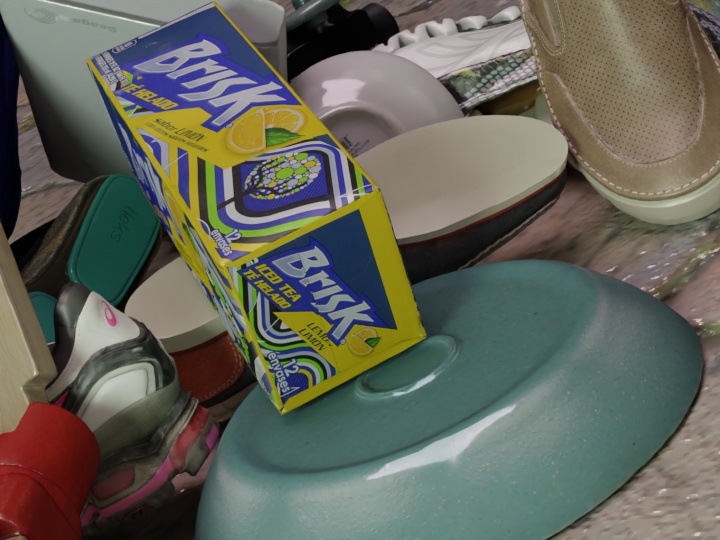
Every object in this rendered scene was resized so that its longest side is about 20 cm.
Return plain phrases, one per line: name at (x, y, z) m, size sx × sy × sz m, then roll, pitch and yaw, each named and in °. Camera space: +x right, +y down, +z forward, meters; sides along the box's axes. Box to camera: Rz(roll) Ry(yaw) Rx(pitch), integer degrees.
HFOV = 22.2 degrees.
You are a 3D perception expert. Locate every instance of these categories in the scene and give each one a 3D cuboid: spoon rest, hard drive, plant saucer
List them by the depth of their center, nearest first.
plant saucer at (0.023, 0.047, 0.658) m, size 0.198 × 0.036 × 0.200 m, roll -22°, pitch 19°, yaw 8°
spoon rest at (-0.037, -0.018, 0.835) m, size 0.199 × 0.100 × 0.061 m, roll -38°, pitch -2°, yaw 2°
hard drive at (-0.100, -0.084, 0.898) m, size 0.131 × 0.200 × 0.027 m, roll 13°, pitch 69°, yaw 4°

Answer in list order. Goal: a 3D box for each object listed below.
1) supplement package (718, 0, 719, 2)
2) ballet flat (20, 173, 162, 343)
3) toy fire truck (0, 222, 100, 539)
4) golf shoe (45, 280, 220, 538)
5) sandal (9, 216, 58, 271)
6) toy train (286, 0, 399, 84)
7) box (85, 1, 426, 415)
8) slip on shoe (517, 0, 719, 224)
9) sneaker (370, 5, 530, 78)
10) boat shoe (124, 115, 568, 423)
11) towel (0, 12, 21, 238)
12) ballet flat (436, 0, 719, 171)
supplement package at (0.207, -0.191, 0.863) m, size 0.110 × 0.157 × 0.200 m, roll -26°, pitch 19°, yaw -8°
ballet flat at (-0.148, 0.031, 0.877) m, size 0.067 × 0.068 × 0.201 m, roll -36°, pitch 16°, yaw 35°
toy fire truck at (-0.166, 0.080, 0.626) m, size 0.175 × 0.129 × 0.201 m, roll -19°, pitch 27°, yaw 22°
golf shoe at (-0.154, 0.072, 0.715) m, size 0.199 × 0.092 × 0.073 m, roll -29°, pitch 17°, yaw 19°
sandal at (-0.193, 0.038, 0.944) m, size 0.075 × 0.045 × 0.201 m, roll -30°, pitch 21°, yaw 28°
toy train at (-0.066, -0.093, 1.082) m, size 0.199 × 0.086 × 0.114 m, roll -37°, pitch 10°, yaw -26°
box at (-0.046, -0.033, 0.718) m, size 0.064 × 0.071 × 0.200 m, roll -25°, pitch 34°, yaw -10°
slip on shoe at (0.106, -0.110, 0.786) m, size 0.075 × 0.061 × 0.201 m, roll -20°, pitch 55°, yaw 12°
sneaker at (0.067, -0.090, 0.918) m, size 0.199 × 0.076 × 0.081 m, roll -27°, pitch 28°, yaw -3°
boat shoe at (0.000, 0.000, 0.769) m, size 0.199 × 0.063 × 0.071 m, roll -27°, pitch 37°, yaw -6°
towel at (-0.192, -0.085, 0.916) m, size 0.049 × 0.149 × 0.200 m, roll -4°, pitch -3°, yaw -7°
ballet flat at (0.080, -0.067, 0.848) m, size 0.199 × 0.072 × 0.072 m, roll -21°, pitch 19°, yaw 15°
